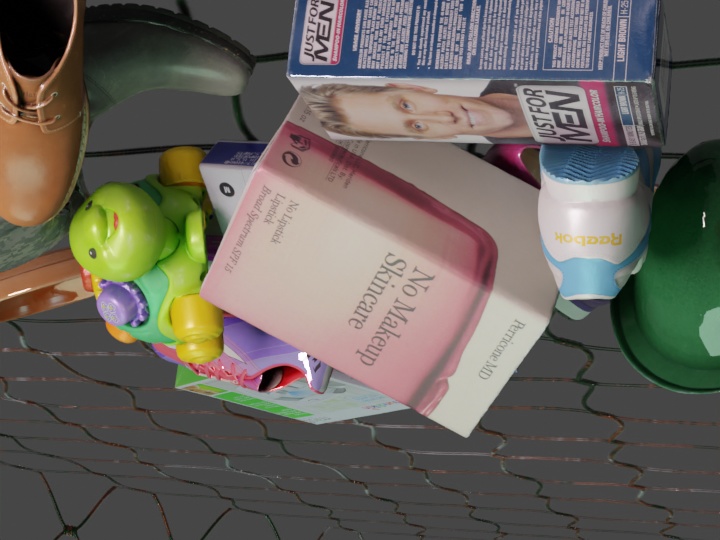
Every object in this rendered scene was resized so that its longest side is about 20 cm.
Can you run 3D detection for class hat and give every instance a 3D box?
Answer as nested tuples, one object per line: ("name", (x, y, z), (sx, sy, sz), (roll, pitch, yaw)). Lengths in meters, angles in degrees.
("hat", (0.198, -0.049, 0.965), (0.176, 0.200, 0.166), (40, 180, -43))

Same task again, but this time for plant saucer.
("plant saucer", (-0.274, 0.010, 1.416), (0.199, 0.033, 0.200), (-18, 176, -1))

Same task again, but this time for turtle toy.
("turtle toy", (-0.154, -0.013, 1.166), (0.100, 0.147, 0.200), (-5, 166, -5))

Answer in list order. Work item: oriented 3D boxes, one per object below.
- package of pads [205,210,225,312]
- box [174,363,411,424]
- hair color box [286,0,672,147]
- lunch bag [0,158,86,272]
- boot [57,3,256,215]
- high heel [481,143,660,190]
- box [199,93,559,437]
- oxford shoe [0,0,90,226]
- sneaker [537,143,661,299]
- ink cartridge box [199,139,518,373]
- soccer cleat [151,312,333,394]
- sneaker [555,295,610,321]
("package of pads", (-0.108, -0.003, 1.355), (0.153, 0.069, 0.200), (1, 163, 20))
("box", (-0.054, 0.077, 1.571), (0.176, 0.097, 0.200), (19, 160, -31))
("hair color box", (0.069, -0.113, 0.895), (0.199, 0.061, 0.100), (3, 164, 16))
("lunch bag", (-0.264, -0.066, 1.072), (0.166, 0.140, 0.200), (-8, 170, -13))
("boot", (-0.167, -0.091, 0.944), (0.199, 0.132, 0.068), (10, 167, -12))
("high heel", (0.175, -0.045, 1.087), (0.199, 0.068, 0.096), (23, 172, -9))
("box", (0.019, -0.009, 1.017), (0.199, 0.109, 0.128), (28, 133, -2))
("oxford shoe", (-0.175, -0.097, 0.837), (0.071, 0.071, 0.201), (1, 128, -11))
("sneaker", (0.141, -0.043, 0.968), (0.076, 0.081, 0.200), (3, -163, 16))
("ink cartridge box", (0.000, 0.000, 1.149), (0.198, 0.041, 0.201), (4, 130, 30))
("soccer cleat", (-0.102, 0.069, 1.339), (0.199, 0.077, 0.067), (-7, 160, 36))
("sneaker", (0.144, -0.031, 1.180), (0.087, 0.076, 0.200), (-26, 149, 30))
